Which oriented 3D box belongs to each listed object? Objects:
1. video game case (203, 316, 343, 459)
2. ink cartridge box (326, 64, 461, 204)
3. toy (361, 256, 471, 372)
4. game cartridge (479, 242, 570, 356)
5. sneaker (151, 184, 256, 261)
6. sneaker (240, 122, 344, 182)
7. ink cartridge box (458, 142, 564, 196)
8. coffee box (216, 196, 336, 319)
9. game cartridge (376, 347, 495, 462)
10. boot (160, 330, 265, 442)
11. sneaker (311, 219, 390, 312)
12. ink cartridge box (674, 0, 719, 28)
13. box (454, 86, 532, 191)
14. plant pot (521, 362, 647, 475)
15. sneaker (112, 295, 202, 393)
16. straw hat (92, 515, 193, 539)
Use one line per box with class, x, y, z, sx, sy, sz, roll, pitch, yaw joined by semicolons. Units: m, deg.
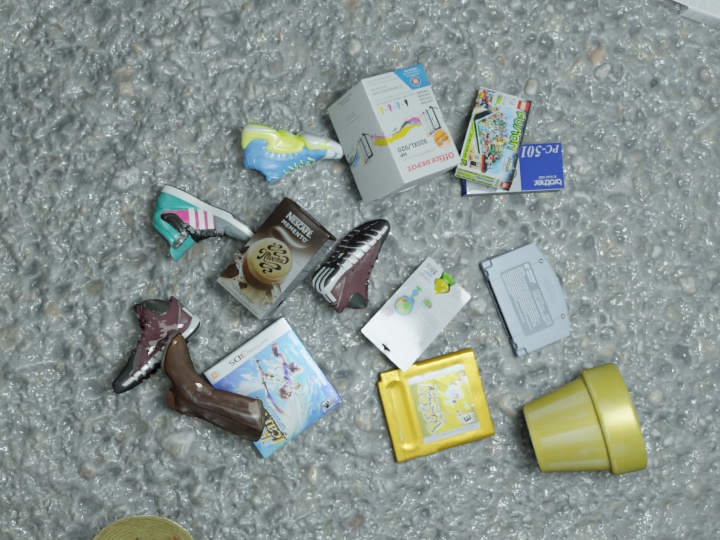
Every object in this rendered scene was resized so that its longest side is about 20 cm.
video game case;-0.163;0.218;1.465;0.181;0.045;0.200;-36;91;-6
ink cartridge box;0.062;-0.250;1.448;0.147;0.145;0.200;-23;90;-32
toy;0.106;0.084;1.504;0.115;0.047;0.200;43;80;1
game cartridge;0.331;0.054;1.538;0.133;0.040;0.200;-21;89;-4
sneaker;-0.301;-0.066;1.443;0.200;0.084;0.121;25;79;3
sneaker;-0.133;-0.215;1.490;0.199;0.076;0.105;11;104;-6
ink cartridge box;0.298;-0.199;1.544;0.199;0.044;0.094;-3;88;-7
coffee box;-0.152;-0.022;1.434;0.113;0.080;0.200;40;95;8
game cartridge;0.143;0.259;1.505;0.200;0.032;0.177;-15;88;-8
boot;-0.251;0.209;1.382;0.200;0.064;0.187;18;129;19
sneaker;0.000;0.000;1.487;0.200;0.076;0.116;-45;122;-23
ink cartridge box;0.700;-0.628;1.616;0.176;0.045;0.200;18;84;-6
box;0.258;-0.256;1.506;0.110;0.035;0.200;16;64;4
plant pot;0.412;0.294;1.465;0.188;0.201;0.201;-17;89;9
sneaker;-0.398;0.125;1.435;0.200;0.076;0.116;-42;87;-18
straw hat;-0.392;0.523;1.400;0.200;0.085;0.202;0;88;-13
